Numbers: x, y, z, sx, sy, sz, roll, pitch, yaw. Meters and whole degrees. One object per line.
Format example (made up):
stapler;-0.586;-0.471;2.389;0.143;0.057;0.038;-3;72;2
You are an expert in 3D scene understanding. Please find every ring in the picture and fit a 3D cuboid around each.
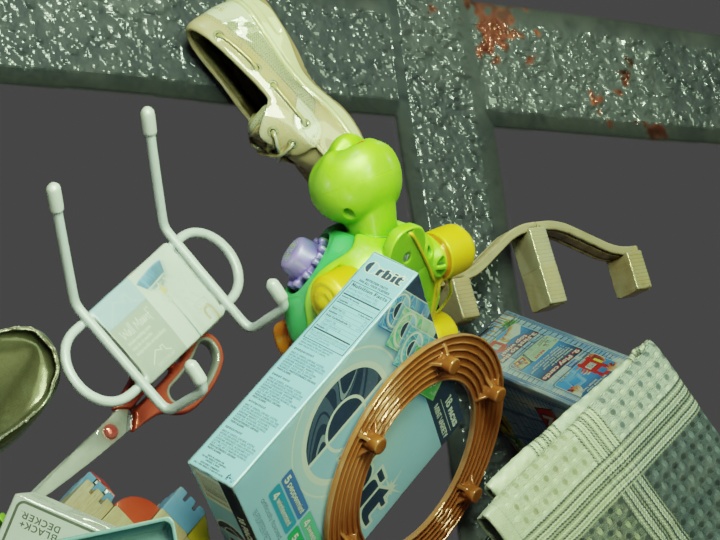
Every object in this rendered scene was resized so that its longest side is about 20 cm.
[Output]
ring;0.044;0.138;1.641;0.019;0.201;0.200;26;43;32

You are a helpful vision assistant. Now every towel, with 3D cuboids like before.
towel;0.183;0.177;1.547;0.200;0.035;0.193;-40;99;-33

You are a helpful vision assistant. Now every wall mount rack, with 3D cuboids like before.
wall mount rack;-0.142;-0.004;1.606;0.174;0.074;0.200;51;41;-6

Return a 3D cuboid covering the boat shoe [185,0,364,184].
boat shoe;-0.057;-0.110;1.727;0.065;0.072;0.200;-32;89;-28

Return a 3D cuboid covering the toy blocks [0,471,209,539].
toy blocks;-0.144;0.204;1.543;0.200;0.100;0.137;46;42;-4

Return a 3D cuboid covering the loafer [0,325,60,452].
loafer;-0.265;0.096;1.510;0.200;0.070;0.075;-37;94;-37

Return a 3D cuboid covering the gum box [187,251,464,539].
gum box;-0.018;0.115;1.593;0.200;0.044;0.170;-48;144;-23

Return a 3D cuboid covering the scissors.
scissors;-0.160;0.108;1.608;0.073;0.014;0.200;41;54;-16

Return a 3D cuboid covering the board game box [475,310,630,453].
board game box;0.182;0.128;1.696;0.062;0.200;0.200;-39;105;-18

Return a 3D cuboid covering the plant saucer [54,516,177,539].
plant saucer;-0.201;0.200;1.395;0.199;0.019;0.070;-12;85;3

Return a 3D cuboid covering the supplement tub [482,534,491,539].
supplement tub;0.155;0.221;1.649;0.122;0.200;0.123;8;72;-26

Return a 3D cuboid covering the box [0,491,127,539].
box;-0.194;0.249;1.430;0.116;0.060;0.201;21;87;4

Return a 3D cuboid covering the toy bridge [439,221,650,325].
toy bridge;0.137;-0.002;1.825;0.199;0.027;0.067;-8;77;-35

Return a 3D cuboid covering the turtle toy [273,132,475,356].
turtle toy;0.000;0.000;1.671;0.145;0.201;0.101;-21;42;-40
